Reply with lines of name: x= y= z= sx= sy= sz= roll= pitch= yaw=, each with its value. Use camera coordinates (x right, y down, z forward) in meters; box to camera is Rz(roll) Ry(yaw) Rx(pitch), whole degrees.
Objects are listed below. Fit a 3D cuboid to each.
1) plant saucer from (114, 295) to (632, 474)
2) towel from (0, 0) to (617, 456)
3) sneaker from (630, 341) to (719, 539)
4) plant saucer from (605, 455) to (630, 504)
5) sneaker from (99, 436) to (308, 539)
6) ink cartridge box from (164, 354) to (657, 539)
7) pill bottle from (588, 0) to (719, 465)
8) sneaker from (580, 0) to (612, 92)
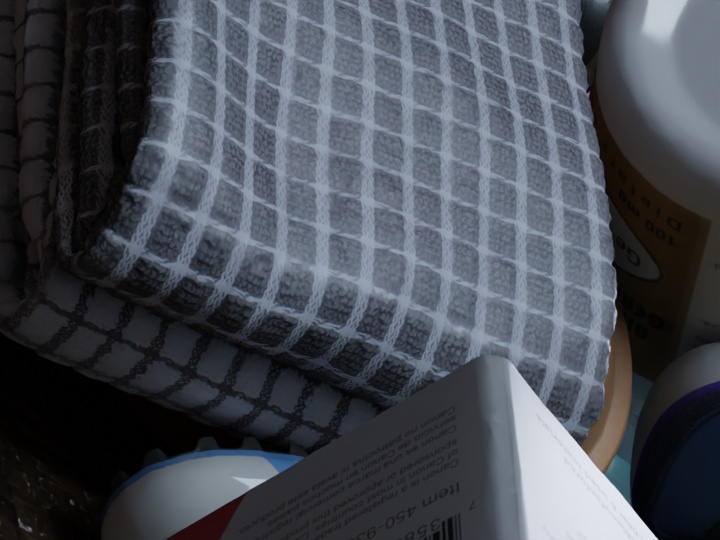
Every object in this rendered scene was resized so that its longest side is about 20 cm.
plant saucer: x=-0.001 y=-0.005 z=0.850 sx=0.200 sy=0.032 sz=0.201 roll=20 pitch=44 yaw=-21
towel: x=-0.013 y=-0.052 z=0.764 sx=0.165 sy=0.085 sz=0.201 roll=22 pitch=53 yaw=-32
sneaker: x=0.140 y=0.139 z=0.900 sx=0.147 sy=0.080 sz=0.201 roll=-100 pitch=179 yaw=-56
plant saucer: x=0.065 y=0.055 z=1.032 sx=0.200 sy=0.036 sz=0.200 roll=47 pitch=22 yaw=-26
sneaker: x=0.008 y=0.117 z=0.749 sx=0.200 sy=0.072 sz=0.073 roll=45 pitch=21 yaw=-27
ink cartridge box: x=-0.004 y=0.134 z=0.581 sx=0.083 sy=0.146 sz=0.200 roll=49 pitch=22 yaw=-28
pill bottle: x=0.126 y=-0.014 z=0.950 sx=0.200 sy=0.114 sz=0.115 roll=94 pitch=-21 yaw=-57
sneaker: x=-0.012 y=-0.115 z=0.950 sx=0.199 sy=0.084 sz=0.121 roll=21 pitch=6 yaw=32
